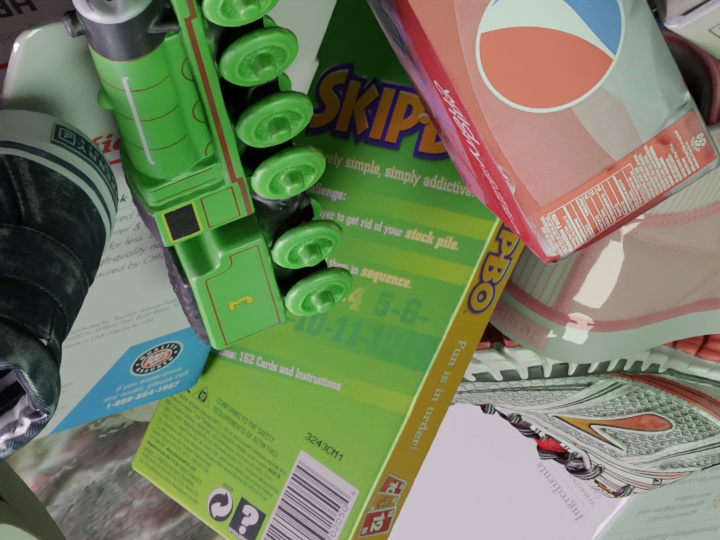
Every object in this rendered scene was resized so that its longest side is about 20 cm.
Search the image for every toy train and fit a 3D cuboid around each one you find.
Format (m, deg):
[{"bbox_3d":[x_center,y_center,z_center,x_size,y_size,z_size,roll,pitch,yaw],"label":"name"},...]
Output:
[{"bbox_3d":[-0.042,-0.038,0.796,0.056,0.042,0.200,-22,151,-4],"label":"toy train"}]

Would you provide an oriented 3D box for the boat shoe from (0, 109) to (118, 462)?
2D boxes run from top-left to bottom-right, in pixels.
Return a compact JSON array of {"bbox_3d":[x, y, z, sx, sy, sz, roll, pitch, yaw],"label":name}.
[{"bbox_3d":[-0.160,0.024,0.778,0.200,0.091,0.071,-20,128,27],"label":"boat shoe"}]

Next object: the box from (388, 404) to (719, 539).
[{"bbox_3d":[0.115,0.074,1.220,0.152,0.106,0.200,-1,136,-48],"label":"box"}]

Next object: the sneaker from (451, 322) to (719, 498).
[{"bbox_3d":[0.084,0.048,1.039,0.199,0.078,0.082,5,107,-19],"label":"sneaker"}]

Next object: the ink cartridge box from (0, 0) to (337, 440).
[{"bbox_3d":[-0.089,-0.034,0.859,0.116,0.067,0.200,-16,147,-33],"label":"ink cartridge box"}]

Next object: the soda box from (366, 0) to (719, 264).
[{"bbox_3d":[0.027,-0.100,0.794,0.063,0.070,0.200,-33,122,-5],"label":"soda box"}]

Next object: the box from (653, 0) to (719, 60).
[{"bbox_3d":[0.164,-0.097,0.869,0.095,0.078,0.200,-29,152,23],"label":"box"}]

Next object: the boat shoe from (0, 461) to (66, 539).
[{"bbox_3d":[-0.165,0.088,0.963,0.071,0.070,0.201,-41,155,3],"label":"boat shoe"}]

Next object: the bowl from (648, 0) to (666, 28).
[{"bbox_3d":[0.109,-0.125,0.974,0.200,0.039,0.201,-28,152,-16],"label":"bowl"}]

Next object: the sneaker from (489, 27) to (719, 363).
[{"bbox_3d":[0.123,-0.037,1.003,0.200,0.075,0.105,-16,132,-52],"label":"sneaker"}]

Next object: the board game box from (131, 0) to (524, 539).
[{"bbox_3d":[0.000,0.000,0.923,0.030,0.095,0.200,5,113,-52],"label":"board game box"}]

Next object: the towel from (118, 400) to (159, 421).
[{"bbox_3d":[0.007,-0.006,1.052,0.200,0.035,0.133,-7,140,-42],"label":"towel"}]
